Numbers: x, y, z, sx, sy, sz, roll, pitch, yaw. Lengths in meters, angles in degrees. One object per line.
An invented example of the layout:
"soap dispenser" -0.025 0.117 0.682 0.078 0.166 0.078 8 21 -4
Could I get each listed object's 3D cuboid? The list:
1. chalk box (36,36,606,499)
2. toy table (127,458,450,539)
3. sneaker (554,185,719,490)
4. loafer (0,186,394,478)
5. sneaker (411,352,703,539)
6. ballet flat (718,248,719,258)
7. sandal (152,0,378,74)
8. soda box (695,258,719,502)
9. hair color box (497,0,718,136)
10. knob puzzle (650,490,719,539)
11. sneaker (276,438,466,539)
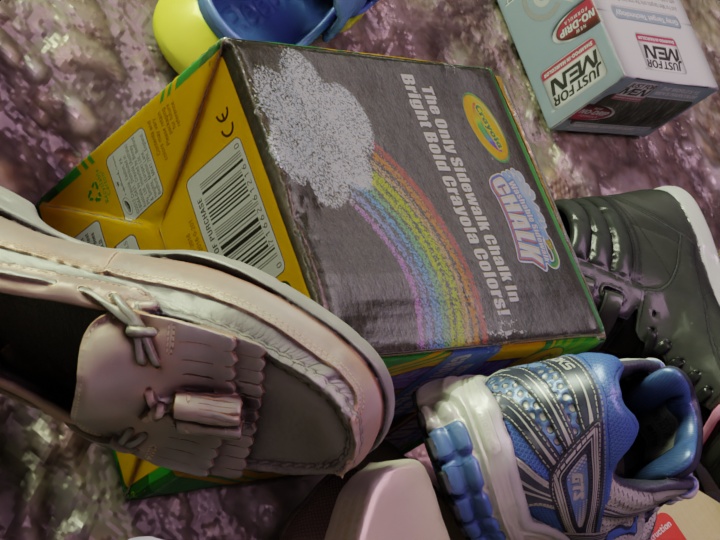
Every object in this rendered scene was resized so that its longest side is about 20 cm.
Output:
"chalk box" 0.000 0.000 0.646 0.199 0.123 0.125 0 63 -48
"toy table" 0.001 0.161 0.502 0.117 0.183 0.202 -21 105 -37
"sneaker" 0.137 0.042 0.788 0.098 0.071 0.201 0 51 -24
"loafer" -0.090 0.025 0.518 0.199 0.072 0.063 21 33 14
"sneaker" 0.094 0.076 0.627 0.200 0.085 0.078 30 39 -65
"ballet flat" 0.272 0.045 0.968 0.199 0.070 0.066 27 73 -29
"sandal" -0.015 -0.148 0.762 0.079 0.087 0.200 44 38 -13
"soda box" 0.215 0.093 0.860 0.068 0.063 0.201 -5 68 -49
"hair color box" 0.120 -0.179 0.949 0.099 0.060 0.201 -1 65 -47
"knob puzzle" 0.103 0.161 0.706 0.218 0.030 0.221 13 60 -23
"sneaker" 0.045 0.159 0.627 0.200 0.075 0.070 50 -4 0
